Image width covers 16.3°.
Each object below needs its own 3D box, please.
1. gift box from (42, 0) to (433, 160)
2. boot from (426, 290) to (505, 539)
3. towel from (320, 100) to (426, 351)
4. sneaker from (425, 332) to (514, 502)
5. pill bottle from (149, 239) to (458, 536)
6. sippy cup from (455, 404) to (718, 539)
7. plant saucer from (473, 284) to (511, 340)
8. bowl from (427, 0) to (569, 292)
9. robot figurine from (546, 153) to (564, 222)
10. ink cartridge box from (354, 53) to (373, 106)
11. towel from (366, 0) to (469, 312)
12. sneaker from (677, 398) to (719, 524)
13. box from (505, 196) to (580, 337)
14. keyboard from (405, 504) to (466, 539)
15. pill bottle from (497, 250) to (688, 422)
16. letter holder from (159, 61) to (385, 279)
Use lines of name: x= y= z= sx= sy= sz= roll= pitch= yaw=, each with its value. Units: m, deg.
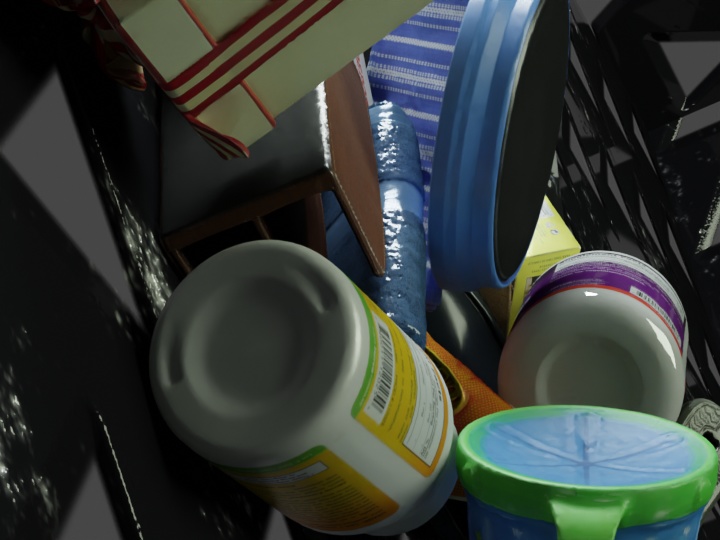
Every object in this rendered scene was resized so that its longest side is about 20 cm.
gift box: x=-0.074 y=-0.175 z=1.273 sx=0.200 sy=0.186 sz=0.185 roll=57 pitch=3 yaw=32
boot: x=0.055 y=0.081 z=1.586 sx=0.200 sy=0.076 sz=0.168 roll=50 pitch=17 yaw=-5
towel: x=0.000 y=0.000 z=1.451 sx=0.048 sy=0.112 sz=0.201 roll=26 pitch=38 yaw=-23
sneaker: x=0.028 y=0.070 z=1.485 sx=0.200 sy=0.073 sz=0.077 roll=38 pitch=-12 yaw=43
pill bottle: x=-0.018 y=0.069 z=1.267 sx=0.200 sy=0.111 sz=0.112 roll=45 pitch=25 yaw=-61
sippy cup: x=0.114 y=0.152 z=1.308 sx=0.177 sy=0.139 sz=0.131 roll=-15 pitch=112 yaw=-48
plant saucer: x=0.047 y=-0.023 z=1.724 sx=0.200 sy=0.035 sz=0.202 roll=169 pitch=-90 yaw=-71
bowl: x=0.085 y=-0.084 z=1.484 sx=0.201 sy=0.039 sz=0.202 roll=11 pitch=90 yaw=-77
robot figurine: x=0.085 y=-0.045 z=1.837 sx=0.150 sy=0.124 sz=0.201 roll=-65 pitch=148 yaw=-78
ink cartridge box: x=-0.071 y=-0.173 z=1.538 sx=0.200 sy=0.085 sz=0.147 roll=55 pitch=17 yaw=-43
towel: x=0.028 y=-0.082 z=1.558 sx=0.145 sy=0.024 sz=0.201 roll=21 pitch=-78 yaw=63
sneaker: x=0.156 y=0.167 z=1.598 sx=0.076 sy=0.114 sz=0.200 roll=47 pitch=50 yaw=-5
box: x=0.103 y=0.043 z=1.733 sx=0.075 sy=0.050 sz=0.201 roll=-121 pitch=-153 yaw=-45
keyboard: x=0.024 y=0.145 z=1.443 sx=0.104 sy=0.039 sz=0.200 roll=59 pitch=-7 yaw=-1
pill bottle: x=0.148 y=0.051 z=1.569 sx=0.200 sy=0.112 sz=0.113 roll=-50 pitch=116 yaw=-77
letter holder: x=-0.038 y=-0.041 z=1.412 sx=0.200 sy=0.100 sz=0.143 roll=-96 pitch=161 yaw=-54
